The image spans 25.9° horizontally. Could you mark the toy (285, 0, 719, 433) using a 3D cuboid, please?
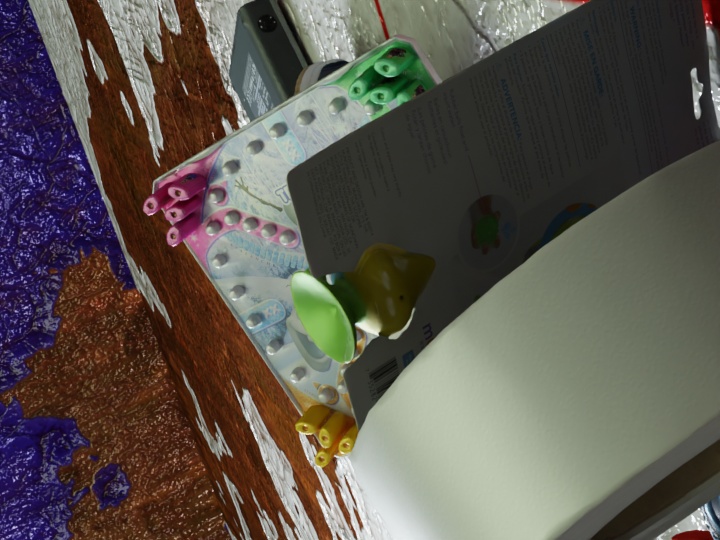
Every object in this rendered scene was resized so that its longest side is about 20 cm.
[{"bbox_3d":[0.054,-0.031,0.582,0.047,0.200,0.116,18,132,47],"label":"toy"}]

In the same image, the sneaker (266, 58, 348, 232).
[{"bbox_3d":[0.013,-0.086,0.963,0.200,0.108,0.070,-74,-32,-61],"label":"sneaker"}]

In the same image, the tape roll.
[{"bbox_3d":[0.096,0.040,0.531,0.071,0.202,0.203,55,163,18],"label":"tape roll"}]

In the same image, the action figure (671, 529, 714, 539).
[{"bbox_3d":[0.188,0.235,0.801,0.052,0.065,0.201,-13,99,53],"label":"action figure"}]

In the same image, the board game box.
[{"bbox_3d":[0.000,0.000,0.863,0.200,0.026,0.200,-26,103,35],"label":"board game box"}]

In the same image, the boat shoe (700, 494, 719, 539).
[{"bbox_3d":[0.175,0.099,0.617,0.084,0.068,0.200,66,166,2],"label":"boat shoe"}]

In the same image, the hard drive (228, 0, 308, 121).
[{"bbox_3d":[-0.044,-0.094,1.208,0.201,0.033,0.140,65,166,11],"label":"hard drive"}]
